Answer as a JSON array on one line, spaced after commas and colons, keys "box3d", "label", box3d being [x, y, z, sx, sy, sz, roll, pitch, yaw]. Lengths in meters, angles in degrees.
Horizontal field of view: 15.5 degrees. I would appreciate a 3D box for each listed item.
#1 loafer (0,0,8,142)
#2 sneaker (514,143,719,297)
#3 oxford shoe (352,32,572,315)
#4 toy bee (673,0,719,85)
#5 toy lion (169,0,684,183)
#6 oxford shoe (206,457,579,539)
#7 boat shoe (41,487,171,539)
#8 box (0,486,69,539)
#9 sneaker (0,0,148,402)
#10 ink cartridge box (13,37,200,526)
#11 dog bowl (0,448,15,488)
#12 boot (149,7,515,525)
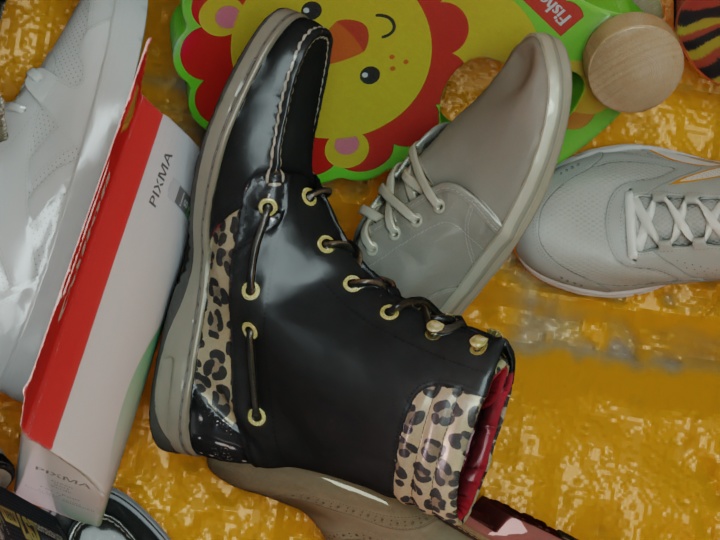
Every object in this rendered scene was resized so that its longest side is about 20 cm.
[{"box3d": [-0.188, -0.133, 1.188, 0.069, 0.075, 0.202, 2, 68, -12], "label": "loafer"}, {"box3d": [0.172, -0.026, 1.250, 0.198, 0.092, 0.076, -1, 87, -9], "label": "sneaker"}, {"box3d": [0.032, -0.024, 1.199, 0.057, 0.075, 0.201, 21, 120, -23], "label": "oxford shoe"}, {"box3d": [0.240, -0.093, 1.259, 0.199, 0.109, 0.131, 23, 53, 12], "label": "toy bee"}, {"box3d": [0.020, -0.106, 1.220, 0.191, 0.069, 0.200, -40, 121, 18], "label": "toy lion"}, {"box3d": [0.013, 0.128, 1.230, 0.199, 0.070, 0.075, 23, 91, -6], "label": "oxford shoe"}, {"box3d": [-0.093, 0.190, 1.205, 0.072, 0.071, 0.201, -23, 88, -9], "label": "boat shoe"}, {"box3d": [-0.225, 0.158, 1.122, 0.199, 0.158, 0.051, -28, 73, 1], "label": "box"}, {"box3d": [-0.172, -0.053, 1.204, 0.115, 0.074, 0.201, 19, 83, -9], "label": "sneaker"}, {"box3d": [-0.103, 0.010, 1.133, 0.050, 0.200, 0.162, 18, 72, -5], "label": "ink cartridge box"}, {"box3d": [-0.252, 0.089, 1.127, 0.199, 0.200, 0.074, -20, 79, -10], "label": "dog bowl"}, {"box3d": [0.000, 0.001, 1.154, 0.153, 0.073, 0.205, 17, 98, 19], "label": "boot"}]
